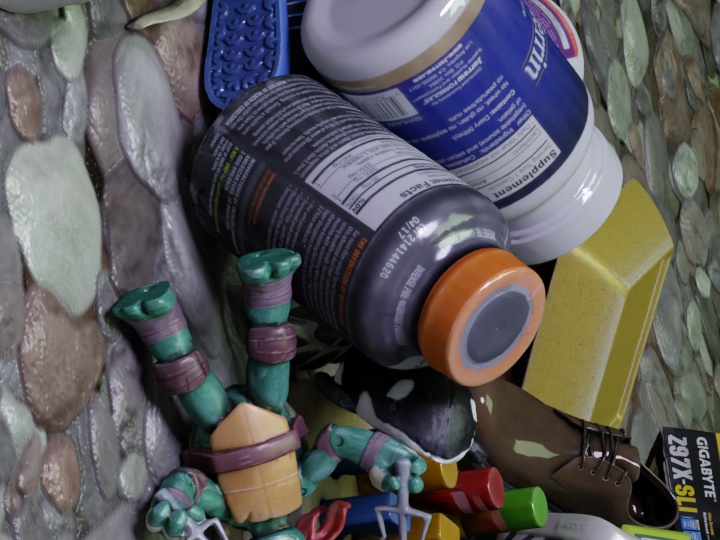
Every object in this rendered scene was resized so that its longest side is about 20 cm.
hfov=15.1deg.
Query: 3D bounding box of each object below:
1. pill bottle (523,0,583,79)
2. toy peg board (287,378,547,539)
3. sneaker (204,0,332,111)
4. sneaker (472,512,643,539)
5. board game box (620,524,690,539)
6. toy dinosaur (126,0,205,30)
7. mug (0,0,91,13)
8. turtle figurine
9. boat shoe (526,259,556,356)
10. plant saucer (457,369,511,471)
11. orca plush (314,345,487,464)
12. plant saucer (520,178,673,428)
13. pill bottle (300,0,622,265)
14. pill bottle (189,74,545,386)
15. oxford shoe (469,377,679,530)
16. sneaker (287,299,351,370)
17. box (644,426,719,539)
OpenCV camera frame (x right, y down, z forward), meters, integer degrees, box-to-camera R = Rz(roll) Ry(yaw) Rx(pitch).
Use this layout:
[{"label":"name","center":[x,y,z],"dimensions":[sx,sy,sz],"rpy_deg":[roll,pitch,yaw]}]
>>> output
[{"label":"pill bottle","center":[0.064,-0.125,1.752],"dimensions":[0.200,0.111,0.112],"rpy_deg":[-20,99,-67]},{"label":"toy peg board","center":[0.037,0.183,1.585],"dimensions":[0.199,0.098,0.201],"rpy_deg":[43,43,-55]},{"label":"sneaker","center":[-0.043,-0.158,1.583],"dimensions":[0.078,0.070,0.200],"rpy_deg":[49,45,-52]},{"label":"sneaker","center":[0.112,0.199,1.708],"dimensions":[0.075,0.200,0.085],"rpy_deg":[25,78,-14]},{"label":"board game box","center":[0.165,0.253,1.778],"dimensions":[0.200,0.047,0.102],"rpy_deg":[111,-14,-59]},{"label":"toy dinosaur","center":[-0.064,-0.197,1.521],"dimensions":[0.048,0.088,0.200],"rpy_deg":[75,21,-45]},{"label":"mug","center":[-0.093,-0.203,1.342],"dimensions":[0.200,0.175,0.148],"rpy_deg":[43,43,-54]},{"label":"turtle figurine","center":[-0.055,0.096,1.418],"dimensions":[0.149,0.101,0.201],"rpy_deg":[-22,102,-25]},{"label":"boat shoe","center":[0.116,0.004,1.875],"dimensions":[0.200,0.057,0.067],"rpy_deg":[85,6,-58]},{"label":"plant saucer","center":[0.044,0.035,1.737],"dimensions":[0.200,0.037,0.201],"rpy_deg":[36,49,-57]},{"label":"orca plush","center":[0.036,0.056,1.522],"dimensions":[0.071,0.105,0.200],"rpy_deg":[-63,178,2]},{"label":"plant saucer","center":[0.160,0.054,1.861],"dimensions":[0.200,0.048,0.200],"rpy_deg":[-35,141,-66]},{"label":"pill bottle","center":[0.063,-0.098,1.557],"dimensions":[0.200,0.115,0.116],"rpy_deg":[48,38,-38]},{"label":"pill bottle","center":[0.007,-0.017,1.453],"dimensions":[0.106,0.200,0.106],"rpy_deg":[-28,136,-30]},{"label":"oxford shoe","center":[0.133,0.114,1.739],"dimensions":[0.200,0.084,0.073],"rpy_deg":[35,49,-37]},{"label":"sneaker","center":[0.000,0.000,1.597],"dimensions":[0.200,0.081,0.084],"rpy_deg":[-19,74,-51]},{"label":"box","center":[0.206,0.232,1.853],"dimensions":[0.160,0.049,0.200],"rpy_deg":[-91,-167,-46]}]
